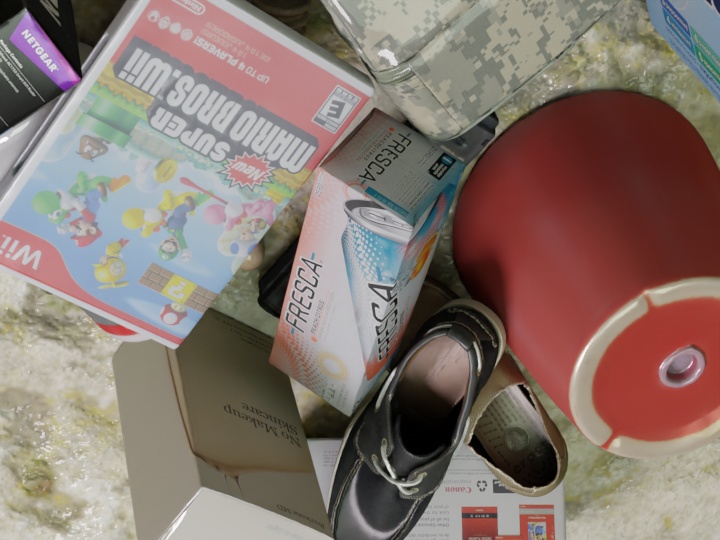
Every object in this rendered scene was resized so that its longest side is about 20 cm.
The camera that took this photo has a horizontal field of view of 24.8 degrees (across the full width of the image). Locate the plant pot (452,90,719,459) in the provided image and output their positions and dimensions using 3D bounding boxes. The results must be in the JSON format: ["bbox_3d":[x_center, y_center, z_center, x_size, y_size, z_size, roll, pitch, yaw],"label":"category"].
[{"bbox_3d":[0.176,0.013,1.068,0.198,0.178,0.202,-8,126,-11],"label":"plant pot"}]

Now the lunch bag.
[{"bbox_3d":[0.054,-0.203,0.904,0.199,0.140,0.168,-37,129,12],"label":"lunch bag"}]

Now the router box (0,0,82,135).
[{"bbox_3d":[-0.223,-0.119,0.848,0.148,0.201,0.051,-32,125,8],"label":"router box"}]

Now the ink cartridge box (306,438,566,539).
[{"bbox_3d":[0.043,0.212,1.169,0.198,0.177,0.084,3,168,-17],"label":"ink cartridge box"}]

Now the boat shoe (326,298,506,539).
[{"bbox_3d":[0.027,0.112,1.063,0.071,0.068,0.201,28,109,2],"label":"boat shoe"}]

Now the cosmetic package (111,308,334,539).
[{"bbox_3d":[-0.093,0.112,1.047,0.103,0.201,0.073,26,114,-30],"label":"cosmetic package"}]

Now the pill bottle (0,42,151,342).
[{"bbox_3d":[-0.168,-0.060,0.960,0.113,0.114,0.200,-34,126,10],"label":"pill bottle"}]

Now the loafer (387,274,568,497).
[{"bbox_3d":[0.077,0.075,1.114,0.200,0.067,0.076,44,85,-9],"label":"loafer"}]

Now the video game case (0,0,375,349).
[{"bbox_3d":[-0.105,-0.058,0.897,0.142,0.018,0.200,27,113,-30],"label":"video game case"}]

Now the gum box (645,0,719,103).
[{"bbox_3d":[0.197,-0.194,0.933,0.044,0.170,0.201,-23,127,0],"label":"gum box"}]

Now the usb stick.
[{"bbox_3d":[0.009,-0.040,1.074,0.055,0.033,0.200,33,111,-31],"label":"usb stick"}]

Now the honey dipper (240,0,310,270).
[{"bbox_3d":[-0.062,-0.082,1.023,0.038,0.038,0.201,-1,126,-15],"label":"honey dipper"}]

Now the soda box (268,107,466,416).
[{"bbox_3d":[0.000,0.000,0.989,0.068,0.064,0.201,32,143,12],"label":"soda box"}]
